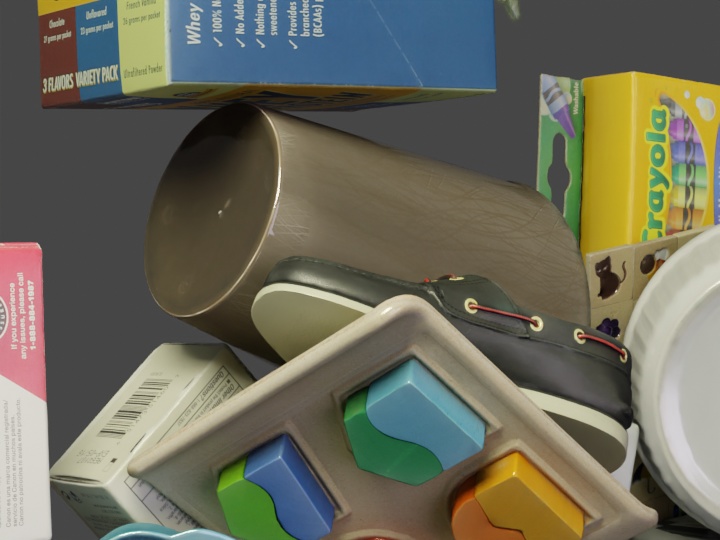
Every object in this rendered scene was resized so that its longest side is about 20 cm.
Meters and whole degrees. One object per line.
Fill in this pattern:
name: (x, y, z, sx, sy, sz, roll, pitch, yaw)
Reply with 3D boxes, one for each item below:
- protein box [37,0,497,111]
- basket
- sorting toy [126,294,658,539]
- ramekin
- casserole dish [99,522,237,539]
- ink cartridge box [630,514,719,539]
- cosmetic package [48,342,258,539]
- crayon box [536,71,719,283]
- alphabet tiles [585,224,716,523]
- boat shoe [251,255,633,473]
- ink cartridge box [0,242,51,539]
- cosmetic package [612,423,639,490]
protein box: (-0.050, -0.185, 1.099, 0.199, 0.135, 0.200, -2, 90, -35)
basket: (0.000, 0.000, 1.108, 0.199, 0.136, 0.181, 21, 38, -37)
sorting toy: (0.015, 0.112, 1.030, 0.200, 0.185, 0.037, 40, 34, -28)
ramekin: (0.245, 0.067, 1.204, 0.201, 0.094, 0.204, 1, 95, 9)
casserole dish: (-0.113, 0.206, 1.057, 0.121, 0.039, 0.201, 26, 103, -18)
ink cartridge box: (0.219, 0.227, 1.301, 0.199, 0.084, 0.146, -8, 100, -35)
cosmetic package: (-0.058, 0.143, 1.123, 0.104, 0.073, 0.200, -48, 115, -25)
crayon box: (0.200, -0.051, 1.322, 0.199, 0.051, 0.127, 4, 87, -34)
alphabet tiles: (0.174, 0.076, 1.292, 0.166, 0.006, 0.201, -13, 112, -30)
boat shoe: (0.041, 0.037, 1.028, 0.200, 0.074, 0.063, 21, 56, -17)
ink cartridge box: (-0.250, 0.062, 0.984, 0.199, 0.084, 0.146, -2, 90, -36)
cosmetic package: (0.084, 0.175, 1.203, 0.101, 0.074, 0.201, 10, 88, -26)
